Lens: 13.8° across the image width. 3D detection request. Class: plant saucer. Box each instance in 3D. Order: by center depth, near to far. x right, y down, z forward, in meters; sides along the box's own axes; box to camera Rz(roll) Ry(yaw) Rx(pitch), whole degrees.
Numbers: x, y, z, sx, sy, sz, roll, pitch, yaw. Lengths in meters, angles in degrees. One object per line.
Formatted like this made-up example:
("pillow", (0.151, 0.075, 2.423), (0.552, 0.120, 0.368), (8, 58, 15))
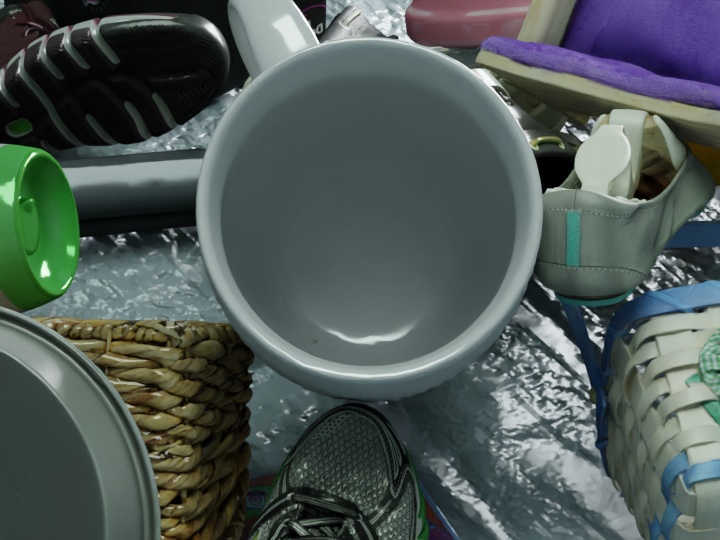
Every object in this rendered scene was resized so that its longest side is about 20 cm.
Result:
("plant saucer", (0.121, -0.166, 1.653), (0.199, 0.051, 0.201), (-10, 11, 2))

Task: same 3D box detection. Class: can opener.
("can opener", (-0.170, -0.019, 1.545), (0.199, 0.053, 0.067), (-6, 72, -10))

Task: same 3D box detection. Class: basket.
("basket", (-0.152, 0.094, 1.359), (0.199, 0.150, 0.143), (1, -2, 12))
("basket", (0.191, 0.049, 1.391), (0.175, 0.140, 0.201), (-5, 43, -8))

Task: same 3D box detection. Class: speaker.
("speaker", (-0.242, -0.012, 1.456), (0.199, 0.089, 0.089), (-7, 36, 19))

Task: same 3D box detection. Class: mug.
("mug", (-0.008, -0.037, 1.332), (0.147, 0.175, 0.201), (-26, 83, -3))

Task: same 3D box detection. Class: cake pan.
("cake pan", (-0.185, 0.112, 1.273), (0.199, 0.201, 0.037), (12, 0, 12))

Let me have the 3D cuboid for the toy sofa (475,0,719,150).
("toy sofa", (0.159, -0.107, 1.452), (0.200, 0.083, 0.097), (19, -5, 46))

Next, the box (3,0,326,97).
("box", (-0.107, -0.206, 1.643), (0.148, 0.201, 0.124), (-29, 49, -33))

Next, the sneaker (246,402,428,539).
("sneaker", (-0.023, 0.144, 1.261), (0.078, 0.085, 0.201), (11, 62, 11))

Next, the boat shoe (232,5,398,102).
("boat shoe", (-0.035, -0.086, 1.576), (0.060, 0.074, 0.200), (46, 40, 2))

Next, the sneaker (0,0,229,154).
("sneaker", (-0.156, -0.116, 1.579), (0.199, 0.076, 0.116), (-17, 36, 21))

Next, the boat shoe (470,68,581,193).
("boat shoe", (0.084, -0.036, 1.483), (0.072, 0.201, 0.061), (-44, 63, 6))

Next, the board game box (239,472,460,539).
("board game box", (-0.014, 0.144, 1.343), (0.157, 0.039, 0.200), (-15, 42, -20))

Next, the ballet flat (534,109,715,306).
("ballet flat", (0.125, -0.042, 1.386), (0.067, 0.064, 0.200), (0, 18, 17))

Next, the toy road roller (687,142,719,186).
("toy road roller", (0.216, -0.101, 1.537), (0.145, 0.200, 0.124), (-13, 72, -9))

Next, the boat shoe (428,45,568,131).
("boat shoe", (0.026, -0.073, 1.513), (0.067, 0.072, 0.200), (9, 22, 38))
